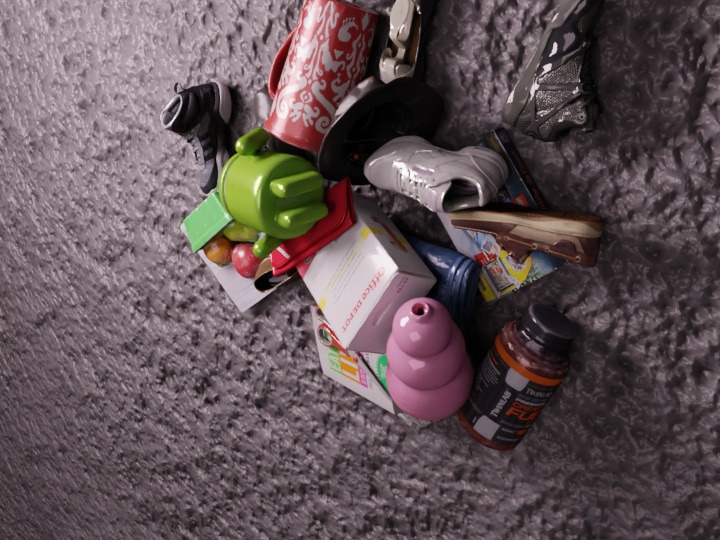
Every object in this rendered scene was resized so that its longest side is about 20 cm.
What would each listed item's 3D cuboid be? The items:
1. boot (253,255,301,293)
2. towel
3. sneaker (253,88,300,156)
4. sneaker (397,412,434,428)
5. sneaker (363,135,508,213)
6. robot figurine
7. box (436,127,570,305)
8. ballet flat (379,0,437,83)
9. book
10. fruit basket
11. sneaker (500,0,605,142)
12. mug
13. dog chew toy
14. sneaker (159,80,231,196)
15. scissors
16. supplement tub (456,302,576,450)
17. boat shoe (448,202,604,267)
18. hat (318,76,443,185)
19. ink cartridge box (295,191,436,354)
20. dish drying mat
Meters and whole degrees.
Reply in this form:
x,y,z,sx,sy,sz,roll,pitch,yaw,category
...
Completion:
x,y,z,sx,sy,sz,roll,pitch,yaw,category
-0.089,-0.015,1.067,0.198,0.076,0.074,-26,104,20,boot
0.083,0.010,0.964,0.198,0.048,0.114,24,116,43,towel
-0.139,-0.195,1.058,0.075,0.090,0.203,-15,94,46,sneaker
0.067,0.154,1.034,0.108,0.067,0.203,-38,84,34,sneaker
0.087,-0.123,0.853,0.197,0.100,0.076,7,131,26,sneaker
-0.130,-0.114,0.946,0.199,0.115,0.178,21,127,49,robot figurine
0.187,-0.072,0.900,0.136,0.037,0.202,-32,85,37,box
0.056,-0.308,0.903,0.072,0.073,0.203,25,117,26,ballet flat
-0.001,0.132,1.049,0.199,0.047,0.136,16,117,52,book
-0.217,-0.045,1.177,0.184,0.094,0.201,-33,100,37,fruit basket
0.260,-0.240,0.778,0.114,0.076,0.201,37,125,18,sneaker
-0.071,-0.297,0.955,0.175,0.133,0.203,25,114,13,mug
0.088,0.113,0.874,0.123,0.125,0.202,22,148,28,dog chew toy
-0.290,-0.227,1.133,0.075,0.112,0.204,30,119,47,sneaker
-0.013,0.123,1.010,0.199,0.014,0.074,37,131,42,scissors
0.217,0.145,0.902,0.106,0.106,0.202,35,122,21,supplement tub
0.204,-0.042,0.831,0.197,0.072,0.073,9,108,26,boat shoe
0.018,-0.209,0.904,0.200,0.198,0.082,-43,58,35,hat
0.000,0.000,0.943,0.146,0.082,0.201,-57,44,23,ink cartridge box
-0.077,-0.061,0.972,0.199,0.018,0.078,-31,56,44,dish drying mat
